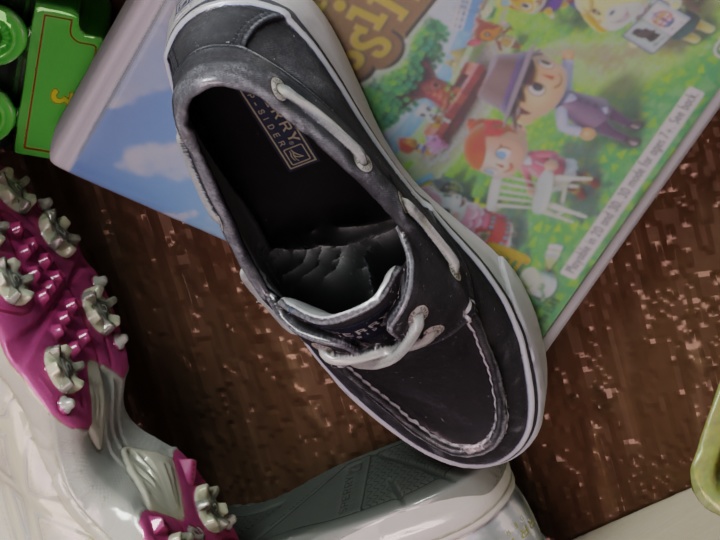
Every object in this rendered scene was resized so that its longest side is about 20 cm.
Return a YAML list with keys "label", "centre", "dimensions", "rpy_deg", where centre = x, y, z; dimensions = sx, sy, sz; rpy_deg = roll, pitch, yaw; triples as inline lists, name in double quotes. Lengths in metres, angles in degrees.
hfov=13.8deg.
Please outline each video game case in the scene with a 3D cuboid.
- label: "video game case"
  centre: [0.024, -0.074, 0.938]
  dimensions: [0.182, 0.022, 0.200]
  rpy_deg: [23, 124, -15]

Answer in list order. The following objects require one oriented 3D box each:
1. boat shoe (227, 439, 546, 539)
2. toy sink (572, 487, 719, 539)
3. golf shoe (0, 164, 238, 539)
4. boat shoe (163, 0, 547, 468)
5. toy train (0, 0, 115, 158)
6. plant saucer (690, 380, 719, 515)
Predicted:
- label: "boat shoe"
  centre: [-0.030, 0.118, 1.058]
  dimensions: [0.201, 0.074, 0.065]
  rpy_deg: [-24, 109, 17]
- label: "toy sink"
  centre: [0.144, 0.146, 1.002]
  dimensions: [0.200, 0.131, 0.112]
  rpy_deg: [-26, 113, 24]
- label: "golf shoe"
  centre: [-0.112, 0.057, 0.987]
  dimensions: [0.091, 0.075, 0.201]
  rpy_deg: [-25, 95, 24]
- label: "boat shoe"
  centre: [0.000, 0.000, 0.937]
  dimensions: [0.072, 0.068, 0.200]
  rpy_deg: [-20, 123, 16]
- label: "toy train"
  centre: [-0.093, -0.122, 0.946]
  dimensions: [0.056, 0.042, 0.201]
  rpy_deg: [10, 123, -5]
- label: "plant saucer"
  centre: [0.220, 0.007, 0.907]
  dimensions: [0.199, 0.048, 0.201]
  rpy_deg: [19, 87, 1]
